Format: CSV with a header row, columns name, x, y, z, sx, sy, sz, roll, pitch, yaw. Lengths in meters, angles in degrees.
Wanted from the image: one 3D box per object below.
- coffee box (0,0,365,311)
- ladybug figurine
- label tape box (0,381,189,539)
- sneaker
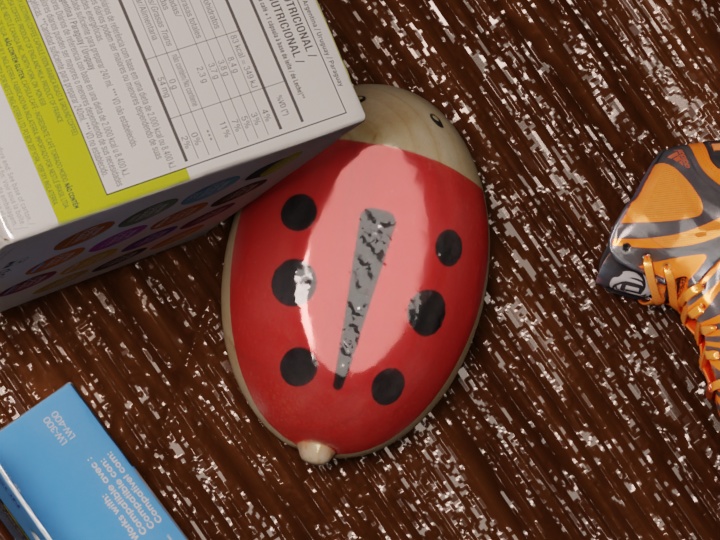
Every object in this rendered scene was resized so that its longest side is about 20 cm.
name,x,y,z,sx,sy,sz,roll,pitch,yaw
coffee box,-0.152,-0.104,1.345,0.198,0.200,0.200,-21,85,-31
ladybug figurine,0.000,0.000,1.441,0.136,0.072,0.200,10,82,-6
label tape box,-0.118,0.129,1.344,0.066,0.200,0.143,-36,89,-12
sneaker,0.175,0.029,1.466,0.112,0.078,0.200,4,72,-3
